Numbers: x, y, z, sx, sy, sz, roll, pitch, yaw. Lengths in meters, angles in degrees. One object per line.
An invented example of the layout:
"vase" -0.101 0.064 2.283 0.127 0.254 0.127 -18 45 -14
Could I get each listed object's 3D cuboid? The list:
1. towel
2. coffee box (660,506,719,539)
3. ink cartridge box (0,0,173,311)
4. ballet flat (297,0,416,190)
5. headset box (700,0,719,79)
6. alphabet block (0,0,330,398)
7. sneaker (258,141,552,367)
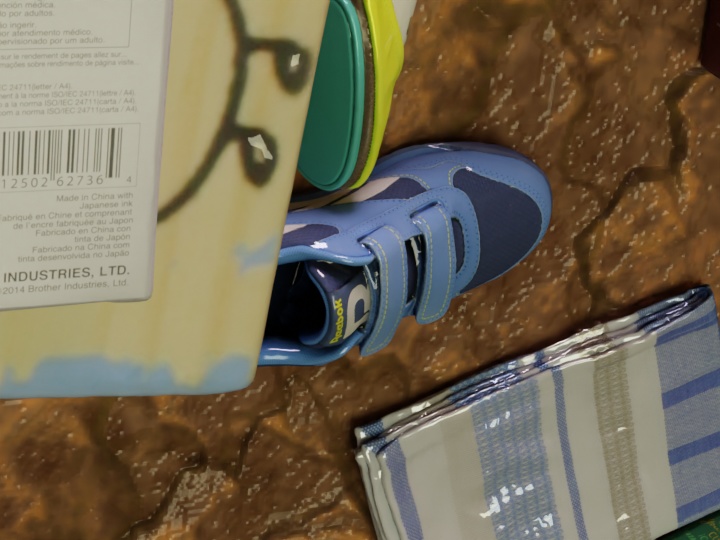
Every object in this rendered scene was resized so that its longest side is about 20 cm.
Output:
"towel" 0.098 0.100 1.010 0.200 0.024 0.147 -23 124 -14
"coffee box" 0.136 0.217 1.077 0.200 0.044 0.123 -28 124 -9
"ink cartridge box" -0.112 -0.082 0.566 0.119 0.042 0.200 -5 120 -23
"ballet flat" -0.009 -0.129 0.818 0.067 0.067 0.200 -34 126 -32
"headset box" 0.243 -0.157 0.911 0.149 0.077 0.200 -7 119 -22
"alphabet block" -0.134 -0.087 0.696 0.195 0.196 0.200 -1 116 -27
"sneaker" 0.000 0.000 0.875 0.200 0.082 0.074 -15 120 -20
